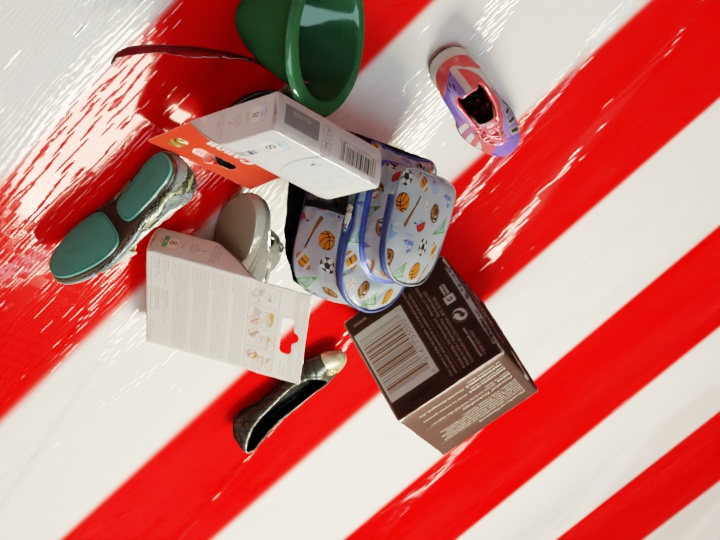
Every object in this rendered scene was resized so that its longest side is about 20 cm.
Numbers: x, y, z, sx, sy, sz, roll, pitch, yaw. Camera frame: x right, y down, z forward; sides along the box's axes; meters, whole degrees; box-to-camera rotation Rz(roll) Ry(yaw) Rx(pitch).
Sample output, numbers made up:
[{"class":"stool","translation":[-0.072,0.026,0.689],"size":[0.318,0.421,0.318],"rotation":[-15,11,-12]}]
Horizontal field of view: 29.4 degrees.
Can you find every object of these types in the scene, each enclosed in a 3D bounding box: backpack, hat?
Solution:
[{"class":"backpack","translation":[0.010,-0.049,1.556],"size":[0.199,0.153,0.192],"rotation":[14,98,-53]},{"class":"hat","translation":[-0.112,-0.251,1.402],"size":[0.200,0.175,0.167],"rotation":[26,75,-66]}]

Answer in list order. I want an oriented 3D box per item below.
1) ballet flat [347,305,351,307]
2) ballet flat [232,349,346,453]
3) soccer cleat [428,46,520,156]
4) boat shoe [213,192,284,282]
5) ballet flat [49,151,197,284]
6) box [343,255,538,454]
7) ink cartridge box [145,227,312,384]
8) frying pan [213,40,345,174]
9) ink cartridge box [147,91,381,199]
[{"class":"ballet flat","translation":[0.000,0.000,1.725],"size":[0.067,0.073,0.201],"rotation":[-19,142,-13]},{"class":"ballet flat","translation":[-0.093,0.178,1.883],"size":[0.200,0.057,0.066],"rotation":[-40,142,14]},{"class":"soccer cleat","translation":[0.143,-0.180,1.607],"size":[0.068,0.073,0.200],"rotation":[-34,142,7]},{"class":"boat shoe","translation":[-0.131,-0.022,1.631],"size":[0.071,0.070,0.201],"rotation":[-17,146,-32]},{"class":"ballet flat","translation":[-0.256,-0.048,1.515],"size":[0.200,0.075,0.074],"rotation":[-39,142,16]},{"class":"box","translation":[0.110,0.116,1.828],"size":[0.164,0.166,0.200],"rotation":[-35,153,6]},{"class":"ink cartridge box","translation":[-0.154,0.043,1.613],"size":[0.198,0.050,0.162],"rotation":[14,135,4]},{"class":"frying pan","translation":[-0.098,-0.182,1.487],"size":[0.114,0.031,0.191],"rotation":[-1,132,-35]},{"class":"ink cartridge box","translation":[-0.103,-0.114,1.430],"size":[0.199,0.048,0.160],"rotation":[-13,154,40]}]
